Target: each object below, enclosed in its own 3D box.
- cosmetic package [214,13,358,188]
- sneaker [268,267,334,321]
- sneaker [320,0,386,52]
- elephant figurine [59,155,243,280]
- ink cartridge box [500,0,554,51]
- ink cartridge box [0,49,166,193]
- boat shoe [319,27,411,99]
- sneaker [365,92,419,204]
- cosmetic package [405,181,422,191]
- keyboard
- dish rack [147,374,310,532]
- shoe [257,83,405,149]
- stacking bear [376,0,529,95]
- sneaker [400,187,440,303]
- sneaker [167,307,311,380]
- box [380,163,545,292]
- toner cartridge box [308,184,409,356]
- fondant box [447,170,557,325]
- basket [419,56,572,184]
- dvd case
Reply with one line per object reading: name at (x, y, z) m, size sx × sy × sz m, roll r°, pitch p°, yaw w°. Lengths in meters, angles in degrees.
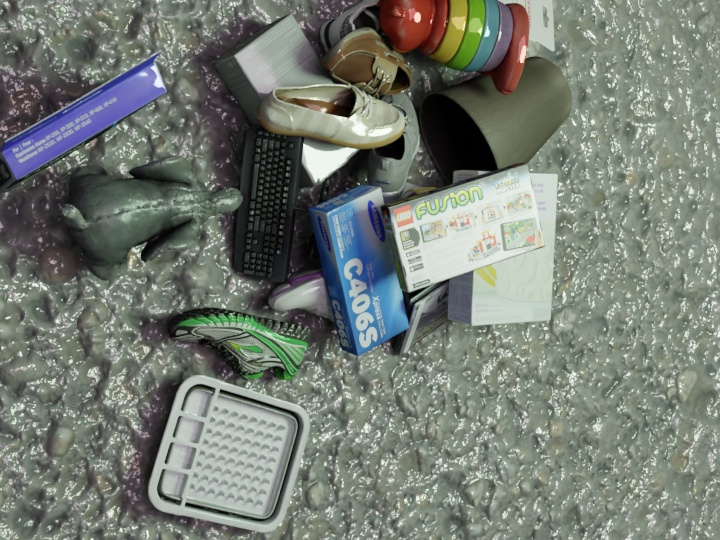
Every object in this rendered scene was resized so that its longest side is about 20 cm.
cosmetic package at (-0.090, -0.220, 1.205) m, size 0.106 × 0.090 × 0.202 m, roll -38°, pitch 111°, yaw -22°
sneaker at (-0.031, 0.042, 1.247) m, size 0.196 × 0.074 × 0.102 m, roll -11°, pitch 96°, yaw -29°
sneaker at (0.037, -0.358, 1.274) m, size 0.199 × 0.080 × 0.077 m, roll -41°, pitch 106°, yaw -27°
elephant figurine at (-0.236, -0.077, 1.072) m, size 0.195 × 0.157 × 0.144 m, roll -11°, pitch 133°, yaw -7°
ink cartridge box at (0.197, -0.393, 1.349) m, size 0.197 × 0.067 × 0.120 m, roll 18°, pitch 63°, yaw -32°
ink cartridge box at (-0.314, -0.162, 1.015) m, size 0.197 × 0.199 × 0.044 m, roll -38°, pitch 104°, yaw -22°
boat shoe at (0.017, -0.270, 1.209) m, size 0.072 × 0.076 × 0.199 m, roll 55°, pitch 30°, yaw 9°
sneaker at (0.049, -0.184, 1.243) m, size 0.073 × 0.083 × 0.203 m, roll 6°, pitch 51°, yaw -2°
cosmetic package at (0.122, -0.079, 1.326) m, size 0.196 × 0.082 × 0.052 m, roll 14°, pitch 85°, yaw -29°
keyboard at (-0.097, -0.082, 1.181) m, size 0.124 × 0.021 × 0.205 m, roll 6°, pitch 109°, yaw -5°
dish rack at (-0.173, 0.239, 1.190) m, size 0.197 × 0.043 × 0.175 m, roll 21°, pitch 80°, yaw -28°
shoe at (-0.030, -0.198, 1.144) m, size 0.195 × 0.054 × 0.071 m, roll 1°, pitch 57°, yaw -21°
stacking bear at (0.117, -0.324, 1.221) m, size 0.196 × 0.122 × 0.116 m, roll 8°, pitch 119°, yaw -22°
sneaker at (0.086, -0.031, 1.233) m, size 0.073 × 0.201 × 0.092 m, roll -2°, pitch 60°, yaw -2°
sneaker at (-0.156, 0.098, 1.178) m, size 0.196 × 0.078 × 0.087 m, roll 15°, pitch 85°, yaw -29°
box at (0.132, -0.056, 1.154) m, size 0.196 × 0.035 × 0.113 m, roll -17°, pitch 100°, yaw -13°
toner cartridge box at (0.000, 0.000, 1.199) m, size 0.094 × 0.043 × 0.204 m, roll -27°, pitch 115°, yaw -32°
fondant box at (0.194, -0.032, 1.239) m, size 0.142 × 0.058 × 0.205 m, roll -2°, pitch 96°, yaw -31°
basket at (0.211, -0.222, 1.348) m, size 0.198 × 0.136 × 0.182 m, roll -34°, pitch 93°, yaw -28°
dvd case at (0.136, 0.034, 1.311) m, size 0.198 × 0.150 × 0.016 m, roll -33°, pitch 68°, yaw -25°
